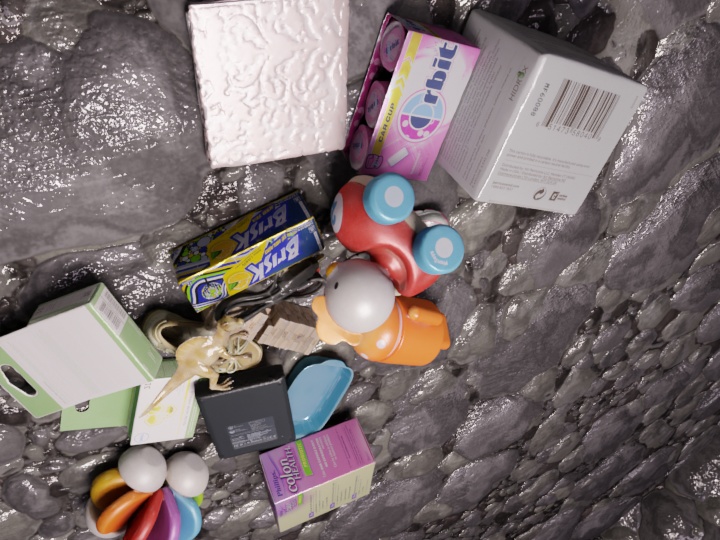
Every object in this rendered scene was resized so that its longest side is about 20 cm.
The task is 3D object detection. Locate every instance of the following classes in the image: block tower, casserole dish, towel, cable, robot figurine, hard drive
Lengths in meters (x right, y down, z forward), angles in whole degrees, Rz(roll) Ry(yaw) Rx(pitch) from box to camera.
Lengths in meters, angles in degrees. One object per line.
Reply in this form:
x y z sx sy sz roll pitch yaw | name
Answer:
-0.151 0.073 0.962 0.198 0.058 0.054 22 114 -38 | block tower
-0.094 0.224 1.131 0.120 0.039 0.202 12 119 -36 | casserole dish
-0.103 -0.227 0.756 0.188 0.032 0.203 -13 131 -19 | towel
-0.124 0.024 0.919 0.198 0.050 0.098 -34 142 -18 | cable
0.060 0.100 1.062 0.197 0.143 0.119 12 98 -37 | robot figurine
-0.182 0.234 1.029 0.137 0.033 0.202 -11 139 -9 | hard drive

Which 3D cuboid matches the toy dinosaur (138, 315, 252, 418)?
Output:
-0.218 0.126 0.873 0.200 0.059 0.101 -45 139 12 | toy dinosaur

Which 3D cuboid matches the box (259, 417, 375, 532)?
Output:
-0.083 0.394 1.213 0.197 0.098 0.177 -18 146 -16 | box

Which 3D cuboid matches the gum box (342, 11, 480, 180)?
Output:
0.061 -0.216 0.832 0.112 0.066 0.202 1 126 -31 | gum box

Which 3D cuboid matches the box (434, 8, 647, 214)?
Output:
0.224 -0.210 0.857 0.196 0.172 0.202 3 126 -31 | box

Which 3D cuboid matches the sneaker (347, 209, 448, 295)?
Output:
0.063 -0.011 0.989 0.199 0.089 0.081 -39 135 5 | sneaker

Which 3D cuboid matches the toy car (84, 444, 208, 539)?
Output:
-0.348 0.401 1.053 0.198 0.151 0.176 24 112 -41 | toy car

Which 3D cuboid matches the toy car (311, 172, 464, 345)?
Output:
0.000 0.000 0.824 0.177 0.184 0.201 43 75 -12 | toy car

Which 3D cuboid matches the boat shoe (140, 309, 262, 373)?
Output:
-0.222 0.110 0.931 0.199 0.063 0.074 30 79 -38 | boat shoe

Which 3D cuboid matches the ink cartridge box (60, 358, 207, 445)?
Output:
-0.345 0.203 0.965 0.197 0.048 0.147 0 127 -33 | ink cartridge box

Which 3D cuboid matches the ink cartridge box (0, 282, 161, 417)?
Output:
-0.390 0.111 0.839 0.197 0.048 0.147 -18 125 14 | ink cartridge box

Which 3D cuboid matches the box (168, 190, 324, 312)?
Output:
-0.154 -0.028 0.865 0.197 0.070 0.065 -27 137 -7 | box
